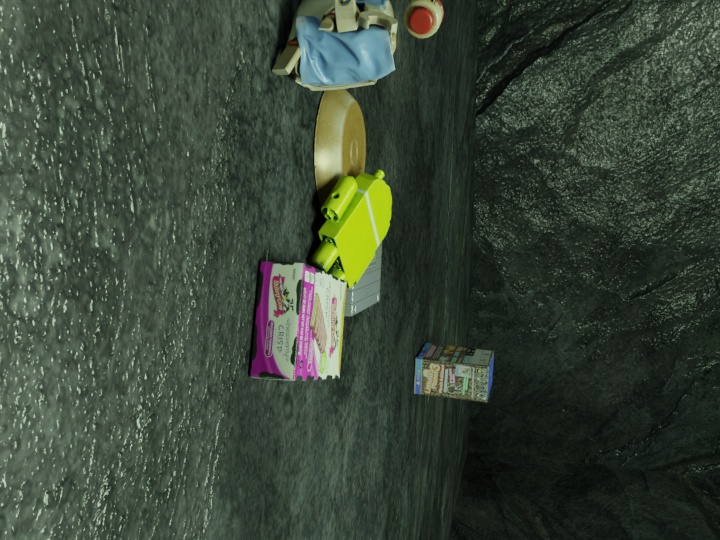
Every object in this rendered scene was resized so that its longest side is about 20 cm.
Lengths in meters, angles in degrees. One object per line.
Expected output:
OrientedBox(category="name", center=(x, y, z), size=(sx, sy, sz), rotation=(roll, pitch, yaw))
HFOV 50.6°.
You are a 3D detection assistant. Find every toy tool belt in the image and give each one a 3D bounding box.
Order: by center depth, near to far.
OrientedBox(category="toy tool belt", center=(-0.002, -0.272, 0.908), size=(0.124, 0.195, 0.127), rotation=(-71, 150, -52))

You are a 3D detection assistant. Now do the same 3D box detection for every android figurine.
OrientedBox(category="android figurine", center=(-0.010, -0.061, 1.138), size=(0.202, 0.040, 0.184), rotation=(-59, 153, -26))

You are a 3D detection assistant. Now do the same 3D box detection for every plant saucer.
OrientedBox(category="plant saucer", center=(-0.025, -0.182, 1.161), size=(0.200, 0.035, 0.206), rotation=(4, 90, -76))

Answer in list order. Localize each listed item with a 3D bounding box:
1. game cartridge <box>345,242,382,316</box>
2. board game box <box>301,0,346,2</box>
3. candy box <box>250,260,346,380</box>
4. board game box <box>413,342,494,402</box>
OrientedBox(category="game cartridge", center=(0.000, 0.000, 1.311), size=(0.200, 0.037, 0.133), rotation=(-16, 105, -75))
OrientedBox(category="board game box", center=(-0.029, -0.392, 1.068), size=(0.200, 0.046, 0.155), rotation=(-13, 107, -75))
OrientedBox(category="candy box", center=(-0.073, 0.069, 0.976), size=(0.200, 0.059, 0.140), rotation=(25, 68, -75))
OrientedBox(category="board game box", center=(0.254, 0.272, 2.052), size=(0.159, 0.195, 0.100), rotation=(-33, 126, -71))
